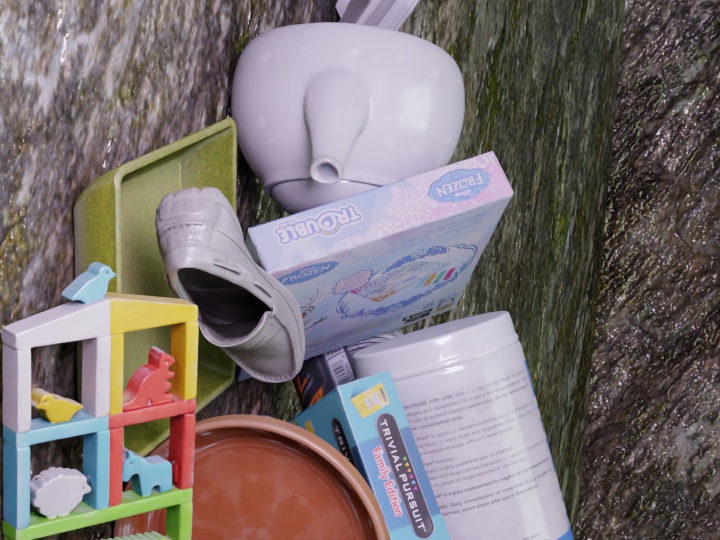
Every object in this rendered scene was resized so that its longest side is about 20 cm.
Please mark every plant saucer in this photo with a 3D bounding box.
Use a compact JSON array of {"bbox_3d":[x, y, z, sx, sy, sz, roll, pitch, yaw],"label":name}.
[{"bbox_3d":[-0.142,0.008,1.166,0.200,0.047,0.202,-40,133,-67],"label":"plant saucer"},{"bbox_3d":[-0.075,0.196,1.196,0.032,0.198,0.203,-48,141,-71],"label":"plant saucer"}]

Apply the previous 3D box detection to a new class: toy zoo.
[{"bbox_3d":[-0.161,0.095,1.063,0.130,0.020,0.202,-8,108,-38],"label":"toy zoo"}]

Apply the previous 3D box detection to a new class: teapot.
[{"bbox_3d":[-0.013,-0.094,1.320,0.199,0.196,0.148,13,77,-40],"label":"teapot"}]

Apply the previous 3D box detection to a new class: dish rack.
[{"bbox_3d":[0.015,-0.237,1.477,0.200,0.043,0.173,-48,-165,48],"label":"dish rack"}]

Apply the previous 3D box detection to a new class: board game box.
[{"bbox_3d":[-0.007,0.174,1.277,0.200,0.047,0.152,-38,-110,63],"label":"board game box"},{"bbox_3d":[0.000,0.000,1.304,0.044,0.198,0.199,65,-20,19],"label":"board game box"}]

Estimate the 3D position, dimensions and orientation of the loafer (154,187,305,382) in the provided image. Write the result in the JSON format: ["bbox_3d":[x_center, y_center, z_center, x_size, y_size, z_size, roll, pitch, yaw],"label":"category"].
[{"bbox_3d":[-0.087,0.025,1.148,0.200,0.069,0.070,59,25,-50],"label":"loafer"}]

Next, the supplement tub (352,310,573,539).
[{"bbox_3d":[0.079,0.144,1.291,0.132,0.131,0.202,-20,96,-71],"label":"supplement tub"}]

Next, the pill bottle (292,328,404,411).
[{"bbox_3d":[-0.006,0.084,1.444,0.107,0.105,0.201,79,-8,-45],"label":"pill bottle"}]

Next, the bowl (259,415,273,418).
[{"bbox_3d":[-0.084,0.220,1.296,0.201,0.090,0.203,50,-31,46],"label":"bowl"}]
